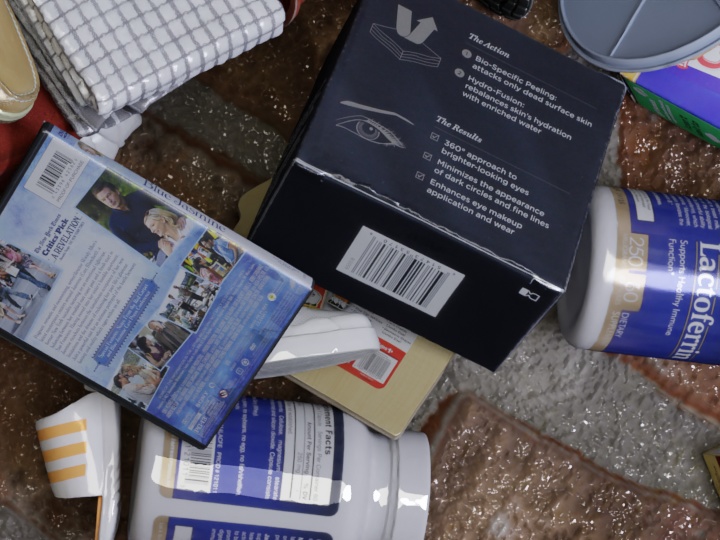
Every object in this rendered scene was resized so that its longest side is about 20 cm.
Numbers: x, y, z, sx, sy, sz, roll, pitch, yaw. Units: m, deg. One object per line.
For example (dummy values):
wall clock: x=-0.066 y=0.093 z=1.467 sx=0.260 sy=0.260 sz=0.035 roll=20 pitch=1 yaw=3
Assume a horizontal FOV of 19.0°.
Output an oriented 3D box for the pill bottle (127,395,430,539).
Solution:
pill bottle: x=-0.056 y=0.147 z=1.483 sx=0.199 sy=0.116 sz=0.116 roll=8 pitch=87 yaw=-7

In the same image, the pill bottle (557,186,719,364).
pill bottle: x=0.248 y=0.008 z=1.521 sx=0.199 sy=0.116 sz=0.116 roll=6 pitch=88 yaw=-8

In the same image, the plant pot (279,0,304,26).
plant pot: x=-0.026 y=-0.304 z=1.472 sx=0.195 sy=0.201 sz=0.201 roll=-34 pitch=93 yaw=-16

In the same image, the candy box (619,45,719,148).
candy box: x=0.314 y=-0.153 z=1.524 sx=0.199 sy=0.077 sz=0.170 roll=31 pitch=85 yaw=23

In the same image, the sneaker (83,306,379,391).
sneaker: x=-0.090 y=0.015 z=1.443 sx=0.199 sy=0.074 sz=0.116 roll=-5 pitch=77 yaw=-3

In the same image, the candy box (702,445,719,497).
candy box: x=0.365 y=0.149 z=1.570 sx=0.199 sy=0.055 sz=0.116 roll=-22 pitch=91 yaw=-7

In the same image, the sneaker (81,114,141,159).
sneaker: x=-0.258 y=-0.112 z=1.485 sx=0.199 sy=0.078 sz=0.100 roll=26 pitch=90 yaw=-5

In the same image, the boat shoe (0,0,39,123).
boat shoe: x=-0.253 y=-0.187 z=1.317 sx=0.076 sy=0.072 sz=0.200 roll=-33 pitch=95 yaw=29

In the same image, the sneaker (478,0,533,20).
sneaker: x=0.113 y=-0.256 z=1.486 sx=0.076 sy=0.200 sz=0.088 roll=34 pitch=68 yaw=21

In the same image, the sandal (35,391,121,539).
sandal: x=-0.196 y=0.095 z=1.491 sx=0.059 sy=0.079 sz=0.208 roll=-1 pitch=80 yaw=-6

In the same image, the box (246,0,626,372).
box: x=0.053 y=-0.071 z=1.462 sx=0.196 sy=0.118 sz=0.201 roll=26 pitch=52 yaw=-6

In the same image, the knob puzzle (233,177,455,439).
knob puzzle: x=0.000 y=0.000 z=1.520 sx=0.218 sy=0.030 sz=0.221 roll=1 pitch=64 yaw=-2

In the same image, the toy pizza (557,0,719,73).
toy pizza: x=0.228 y=-0.219 z=1.511 sx=0.032 sy=0.200 sz=0.201 roll=40 pitch=83 yaw=-40

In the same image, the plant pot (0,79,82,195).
plant pot: x=-0.323 y=-0.095 z=1.380 sx=0.200 sy=0.176 sz=0.200 roll=-36 pitch=99 yaw=21

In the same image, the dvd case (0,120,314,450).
dvd case: x=-0.149 y=0.013 z=1.371 sx=0.199 sy=0.018 sz=0.143 roll=31 pitch=113 yaw=-10

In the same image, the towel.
towel: x=-0.163 y=-0.201 z=1.397 sx=0.165 sy=0.086 sz=0.201 roll=-32 pitch=87 yaw=-29
